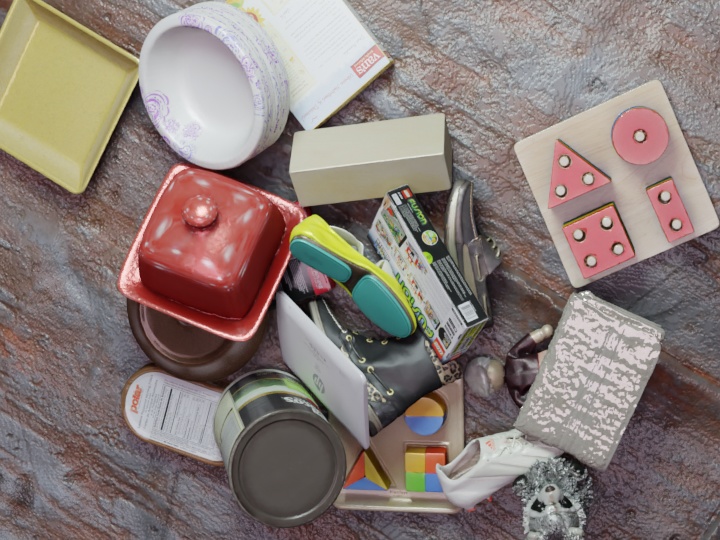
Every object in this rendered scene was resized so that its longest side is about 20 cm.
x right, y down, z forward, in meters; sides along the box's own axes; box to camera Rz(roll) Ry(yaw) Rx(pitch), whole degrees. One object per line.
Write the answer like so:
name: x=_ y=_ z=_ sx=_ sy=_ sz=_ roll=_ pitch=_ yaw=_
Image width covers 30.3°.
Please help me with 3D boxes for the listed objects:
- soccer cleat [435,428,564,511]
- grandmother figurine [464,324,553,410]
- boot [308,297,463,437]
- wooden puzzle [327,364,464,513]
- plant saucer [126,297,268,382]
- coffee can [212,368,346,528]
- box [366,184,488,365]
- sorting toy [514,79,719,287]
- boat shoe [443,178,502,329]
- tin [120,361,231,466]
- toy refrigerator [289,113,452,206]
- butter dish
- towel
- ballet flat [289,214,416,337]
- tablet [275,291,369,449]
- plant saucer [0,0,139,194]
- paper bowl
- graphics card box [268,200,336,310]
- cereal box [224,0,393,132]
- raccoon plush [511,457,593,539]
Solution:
soccer cleat: x=0.190 y=0.234 z=1.709 sx=0.199 sy=0.069 sz=0.078 roll=-33 pitch=116 yaw=6
grandmother figurine: x=0.231 y=0.134 z=1.709 sx=0.197 sy=0.061 sz=0.123 roll=-3 pitch=71 yaw=14
boot: x=0.029 y=0.098 z=1.726 sx=0.149 sy=0.073 sz=0.201 roll=-27 pitch=62 yaw=-5
wooden puzzle: x=0.045 y=0.222 z=1.759 sx=0.182 sy=0.046 sz=0.203 roll=0 pitch=98 yaw=11
plant saucer: x=-0.219 y=0.050 z=1.740 sx=0.197 sy=0.037 sz=0.204 roll=2 pitch=99 yaw=13
coffee can: x=-0.108 y=0.220 z=1.689 sx=0.144 sy=0.200 sz=0.149 roll=-2 pitch=101 yaw=-12
box: x=0.080 y=0.006 z=1.660 sx=0.034 sy=0.110 sz=0.201 roll=-22 pitch=70 yaw=-24
sorting toy: x=0.316 y=-0.104 z=1.648 sx=0.198 sy=0.070 sz=0.201 roll=-24 pitch=93 yaw=13
boat shoe: x=0.143 y=-0.018 z=1.699 sx=0.072 sy=0.075 sz=0.203 roll=-1 pitch=107 yaw=1
tin: x=-0.232 y=0.194 z=1.813 sx=0.197 sy=0.042 sz=0.114 roll=18 pitch=97 yaw=8
toy refrigerator: x=0.015 y=-0.137 z=1.688 sx=0.197 sy=0.077 sz=0.070 roll=-6 pitch=138 yaw=11
butter dish: x=-0.189 y=-0.046 z=1.641 sx=0.197 sy=0.148 sz=0.202 roll=21 pitch=70 yaw=8
towel: x=0.284 y=0.136 z=1.651 sx=0.131 sy=0.034 sz=0.202 roll=25 pitch=105 yaw=8
ballet flat: x=0.000 y=0.000 z=1.681 sx=0.199 sy=0.067 sz=0.067 roll=38 pitch=137 yaw=-6
tablet: x=-0.049 y=0.126 z=1.692 sx=0.200 sy=0.014 sz=0.131 roll=44 pitch=148 yaw=40
plant saucer: x=-0.405 y=-0.237 z=1.776 sx=0.198 sy=0.048 sz=0.202 roll=31 pitch=103 yaw=5
paper bowl: x=-0.175 y=-0.238 z=1.682 sx=0.198 sy=0.104 sz=0.203 roll=16 pitch=122 yaw=27
graphics card box: x=-0.143 y=-0.005 z=1.759 sx=0.198 sy=0.051 sz=0.127 roll=-19 pitch=95 yaw=12
cereal box: x=-0.072 y=-0.299 z=1.708 sx=0.143 sy=0.040 sz=0.201 roll=-38 pitch=91 yaw=14
raccoon plush: x=0.260 y=0.328 z=1.650 sx=0.096 sy=0.135 sz=0.201 roll=-25 pitch=120 yaw=19
